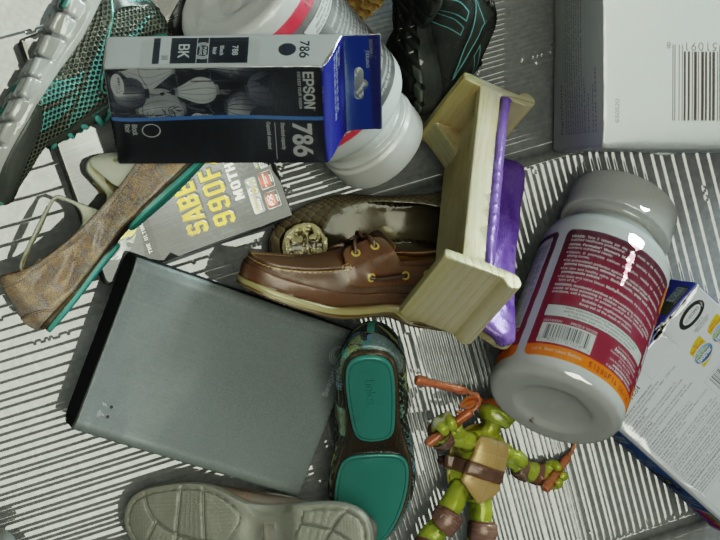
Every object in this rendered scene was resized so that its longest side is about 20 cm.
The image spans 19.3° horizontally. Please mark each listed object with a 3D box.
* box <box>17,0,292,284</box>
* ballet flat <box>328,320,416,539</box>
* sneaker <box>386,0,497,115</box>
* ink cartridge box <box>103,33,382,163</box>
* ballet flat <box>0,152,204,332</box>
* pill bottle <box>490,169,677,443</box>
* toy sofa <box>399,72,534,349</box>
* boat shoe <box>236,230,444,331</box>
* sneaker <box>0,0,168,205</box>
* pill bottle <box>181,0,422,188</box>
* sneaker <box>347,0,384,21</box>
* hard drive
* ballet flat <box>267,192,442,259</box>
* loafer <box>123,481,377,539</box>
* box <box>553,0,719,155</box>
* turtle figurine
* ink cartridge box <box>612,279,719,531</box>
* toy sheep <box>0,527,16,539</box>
[{"bbox_3d":[-0.160,-0.110,1.646,0.157,0.048,0.201,-20,97,-12],"label":"box"},{"bbox_3d":[0.010,0.126,1.679,0.074,0.074,0.201,-4,124,-13],"label":"ballet flat"},{"bbox_3d":[0.062,-0.212,1.644,0.079,0.201,0.076,-26,57,-21],"label":"sneaker"},{"bbox_3d":[-0.083,-0.124,1.535,0.198,0.039,0.100,-2,138,1],"label":"ink cartridge box"},{"bbox_3d":[-0.194,-0.045,1.585,0.067,0.068,0.200,43,82,-3],"label":"ballet flat"},{"bbox_3d":[0.181,0.026,1.670,0.109,0.110,0.201,31,60,-13],"label":"pill bottle"},{"bbox_3d":[0.096,-0.045,1.625,0.097,0.083,0.201,21,49,-15],"label":"toy sofa"},{"bbox_3d":[0.001,0.000,1.644,0.199,0.072,0.068,7,103,-22],"label":"boat shoe"},{"bbox_3d":[-0.211,-0.130,1.574,0.091,0.078,0.201,29,88,-16],"label":"sneaker"},{"bbox_3d":[-0.037,-0.153,1.614,0.111,0.111,0.200,-50,129,-7],"label":"pill bottle"},{"bbox_3d":[-0.005,-0.259,1.671,0.199,0.090,0.075,-34,138,11],"label":"sneaker"},{"bbox_3d":[-0.113,0.083,1.648,0.199,0.033,0.140,19,94,-25],"label":"hard drive"},{"bbox_3d":[0.025,-0.030,1.693,0.198,0.046,0.068,-6,93,-13],"label":"ballet flat"},{"bbox_3d":[-0.084,0.204,1.667,0.198,0.063,0.072,4,90,9],"label":"loafer"},{"bbox_3d":[0.264,-0.194,1.699,0.197,0.131,0.202,-1,92,-13],"label":"box"},{"bbox_3d":[0.086,0.164,1.697,0.199,0.064,0.162,24,81,-44],"label":"turtle figurine"},{"bbox_3d":[0.270,0.101,1.741,0.200,0.076,0.137,42,83,-13],"label":"ink cartridge box"},{"bbox_3d":[-0.291,0.265,1.591,0.137,0.138,0.202,-9,101,-12],"label":"toy sheep"}]
